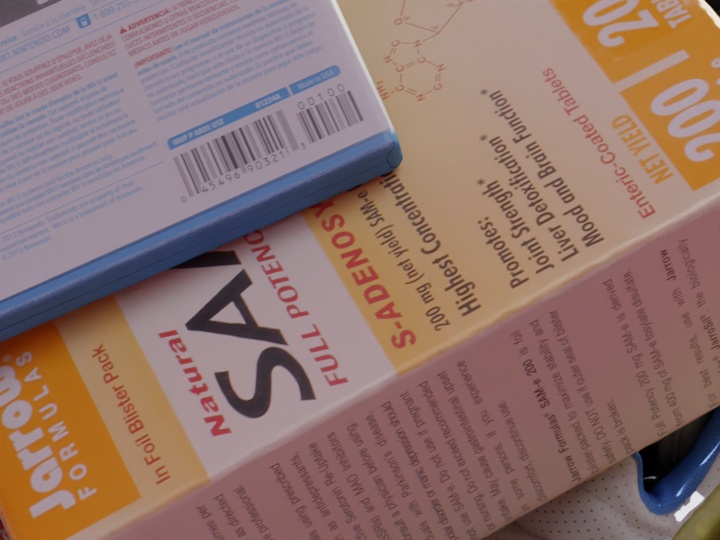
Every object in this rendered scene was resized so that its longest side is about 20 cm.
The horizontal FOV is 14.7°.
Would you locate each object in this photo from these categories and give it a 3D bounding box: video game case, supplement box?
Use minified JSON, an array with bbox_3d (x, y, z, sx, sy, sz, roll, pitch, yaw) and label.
[{"bbox_3d":[-0.094,-0.083,0.655,0.143,0.018,0.200,-24,70,-1],"label":"video game case"},{"bbox_3d":[0.000,0.000,0.665,0.200,0.074,0.126,-29,49,-4],"label":"supplement box"}]

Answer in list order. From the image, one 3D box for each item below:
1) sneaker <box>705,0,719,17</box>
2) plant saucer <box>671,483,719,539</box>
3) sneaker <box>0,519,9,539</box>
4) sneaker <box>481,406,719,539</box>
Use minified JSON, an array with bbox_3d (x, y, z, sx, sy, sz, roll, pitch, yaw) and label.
[{"bbox_3d":[0.048,-0.082,0.812,0.200,0.070,0.090,0,39,-2],"label":"sneaker"},{"bbox_3d":[0.100,0.180,0.605,0.200,0.048,0.200,40,91,16],"label":"plant saucer"},{"bbox_3d":[-0.101,0.116,0.672,0.108,0.067,0.201,-8,47,-23],"label":"sneaker"},{"bbox_3d":[0.095,0.040,0.750,0.081,0.147,0.200,34,47,15],"label":"sneaker"}]
